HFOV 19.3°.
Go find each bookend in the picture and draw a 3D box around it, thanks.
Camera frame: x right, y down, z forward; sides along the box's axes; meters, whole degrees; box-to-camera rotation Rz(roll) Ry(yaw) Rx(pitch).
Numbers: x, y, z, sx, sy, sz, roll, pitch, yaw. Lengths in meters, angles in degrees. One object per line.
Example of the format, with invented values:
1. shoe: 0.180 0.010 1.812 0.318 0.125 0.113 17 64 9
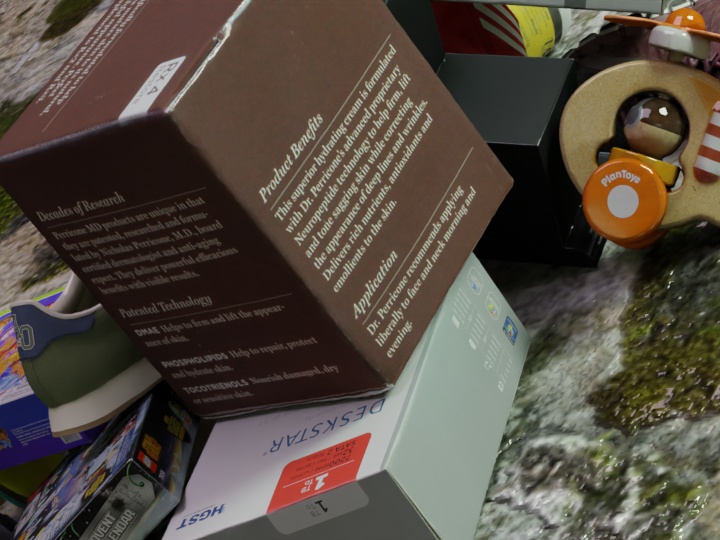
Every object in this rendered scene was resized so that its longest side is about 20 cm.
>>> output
1. bookend: 0.040 -0.109 1.244 0.197 0.201 0.093 5 48 25

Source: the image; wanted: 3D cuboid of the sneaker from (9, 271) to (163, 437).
1. sneaker: -0.127 0.011 1.258 0.067 0.090 0.200 -13 19 48

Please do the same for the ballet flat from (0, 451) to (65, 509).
1. ballet flat: -0.238 0.114 1.448 0.068 0.066 0.200 -67 23 -3

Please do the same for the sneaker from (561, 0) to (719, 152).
1. sneaker: 0.199 -0.116 1.289 0.199 0.076 0.116 -31 26 9

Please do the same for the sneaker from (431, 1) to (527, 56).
1. sneaker: 0.021 -0.145 1.422 0.078 0.198 0.117 134 135 -57

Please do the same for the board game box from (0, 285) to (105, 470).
1. board game box: -0.214 0.069 1.356 0.199 0.045 0.135 -20 26 41

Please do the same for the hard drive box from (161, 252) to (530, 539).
1. hard drive box: -0.004 0.094 1.159 0.155 0.077 0.201 -23 26 28

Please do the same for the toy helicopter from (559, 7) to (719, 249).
1. toy helicopter: 0.208 -0.092 1.180 0.198 0.134 0.079 -11 -5 13

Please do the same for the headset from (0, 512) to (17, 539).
1. headset: -0.246 0.202 1.328 0.123 0.094 0.201 -33 38 7

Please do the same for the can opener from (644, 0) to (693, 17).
1. can opener: 0.164 -0.118 1.394 0.199 0.054 0.067 -37 -10 -2

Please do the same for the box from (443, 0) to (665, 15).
1. box: 0.091 -0.200 1.345 0.198 0.042 0.156 5 17 2

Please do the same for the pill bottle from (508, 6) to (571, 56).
1. pill bottle: 0.049 -0.150 1.516 0.200 0.112 0.111 -43 24 -18

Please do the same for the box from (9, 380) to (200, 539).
1. box: -0.153 0.133 1.227 0.137 0.040 0.200 -47 10 11

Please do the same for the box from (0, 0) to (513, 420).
1. box: -0.057 -0.052 1.144 0.163 0.200 0.166 -11 36 46

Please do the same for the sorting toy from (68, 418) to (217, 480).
1. sorting toy: -0.120 0.063 1.401 0.186 0.036 0.200 -54 29 -3
